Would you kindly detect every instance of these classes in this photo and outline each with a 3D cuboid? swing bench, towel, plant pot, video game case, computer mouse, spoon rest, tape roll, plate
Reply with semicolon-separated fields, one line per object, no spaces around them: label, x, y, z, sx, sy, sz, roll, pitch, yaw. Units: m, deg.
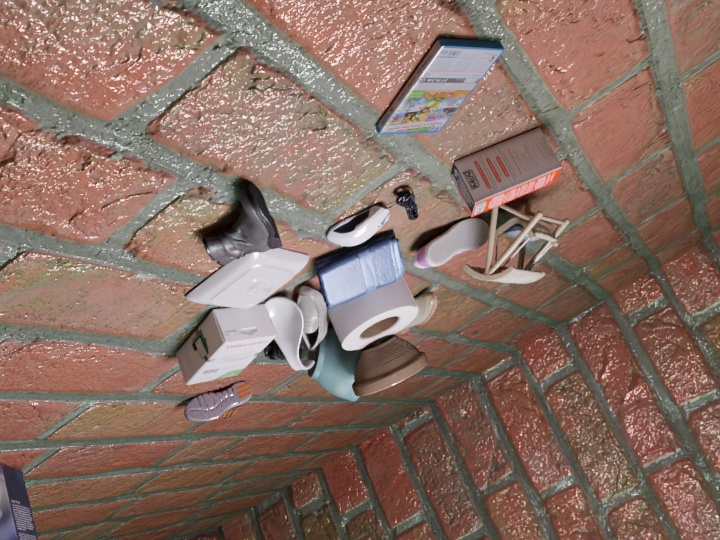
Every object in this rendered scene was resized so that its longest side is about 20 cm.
swing bench;0.364;-0.057;1.831;0.197;0.128;0.204;3;112;-56
towel;0.000;0.000;1.701;0.196;0.048;0.114;-23;121;-17
plant pot;-0.064;0.232;2.070;0.131;0.205;0.201;11;147;-16
video game case;0.126;-0.291;1.267;0.141;0.018;0.200;-11;154;-38
computer mouse;0.027;-0.094;1.579;0.196;0.045;0.110;-27;160;1
plant pot;0.058;0.219;1.906;0.197;0.095;0.201;-25;-178;1
spoon rest;-0.157;0.146;1.769;0.097;0.204;0.061;-9;-151;20
tape roll;0.019;0.075;1.832;0.198;0.142;0.204;-23;159;-9
plate;-0.219;0.023;1.578;0.198;0.033;0.199;-36;158;21

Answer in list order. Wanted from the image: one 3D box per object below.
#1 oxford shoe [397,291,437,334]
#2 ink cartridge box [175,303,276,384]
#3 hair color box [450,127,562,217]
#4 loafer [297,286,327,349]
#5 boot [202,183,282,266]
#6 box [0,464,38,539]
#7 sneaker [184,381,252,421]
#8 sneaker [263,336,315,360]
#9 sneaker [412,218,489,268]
oxford shoe;0.135;0.124;2.189;0.073;0.072;0.200;-1;148;-43
ink cartridge box;-0.297;0.163;1.738;0.144;0.086;0.200;-5;151;-44
hair color box;0.289;-0.197;1.568;0.196;0.103;0.062;-22;160;-10
loafer;-0.113;0.110;1.806;0.068;0.071;0.202;13;147;17
boot;-0.210;-0.064;1.337;0.128;0.071;0.201;-20;155;-2
box;-0.909;0.609;1.898;0.196;0.202;0.124;-24;158;-5
sneaker;-0.391;0.378;2.147;0.196;0.079;0.113;-14;156;-29
sneaker;-0.170;0.170;1.940;0.111;0.079;0.199;2;-166;17
sneaker;0.207;-0.063;1.860;0.197;0.074;0.114;-23;180;-25
